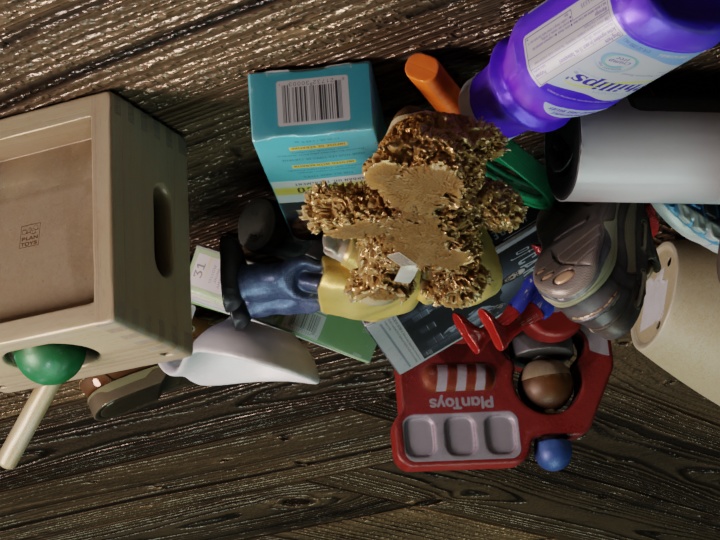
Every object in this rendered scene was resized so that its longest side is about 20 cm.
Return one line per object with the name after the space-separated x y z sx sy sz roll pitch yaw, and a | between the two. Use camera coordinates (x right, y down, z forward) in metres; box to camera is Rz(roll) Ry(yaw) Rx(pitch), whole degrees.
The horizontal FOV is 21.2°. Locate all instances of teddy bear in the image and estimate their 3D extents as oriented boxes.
0.038 -0.039 1.243 0.144 0.067 0.200 -8 146 14 | teddy bear

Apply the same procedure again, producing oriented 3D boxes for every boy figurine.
0.000 0.000 1.367 0.198 0.065 0.124 -7 158 6 | boy figurine

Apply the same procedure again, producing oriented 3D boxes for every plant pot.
0.332 0.048 1.595 0.199 0.189 0.187 14 158 -11 | plant pot

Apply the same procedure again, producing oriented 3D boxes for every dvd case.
0.098 0.005 1.496 0.199 0.025 0.150 -30 159 1 | dvd case

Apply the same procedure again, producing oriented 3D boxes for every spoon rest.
-0.105 0.063 1.476 0.099 0.061 0.200 18 178 -33 | spoon rest

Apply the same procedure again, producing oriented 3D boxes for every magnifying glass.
0.079 -0.092 1.297 0.079 0.022 0.200 25 172 32 | magnifying glass

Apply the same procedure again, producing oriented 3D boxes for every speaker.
0.226 -0.083 1.293 0.198 0.082 0.081 1 161 -12 | speaker

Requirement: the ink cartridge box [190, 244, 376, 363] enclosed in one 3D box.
-0.098 0.016 1.562 0.199 0.048 0.145 19 177 35 | ink cartridge box

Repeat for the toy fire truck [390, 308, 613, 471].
0.120 0.091 1.658 0.198 0.169 0.112 0 162 -12 | toy fire truck

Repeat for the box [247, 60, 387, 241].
-0.021 -0.077 1.313 0.082 0.050 0.200 -5 161 5 | box

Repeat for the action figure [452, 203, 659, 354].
0.158 -0.010 1.426 0.199 0.052 0.065 -32 -177 -25 | action figure

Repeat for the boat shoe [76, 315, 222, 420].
-0.156 0.064 1.689 0.199 0.068 0.072 -18 160 -29 | boat shoe

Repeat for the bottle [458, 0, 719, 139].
0.132 -0.131 1.153 0.083 0.066 0.200 3 161 -33 | bottle

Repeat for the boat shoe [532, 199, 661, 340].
0.167 -0.014 1.338 0.074 0.200 0.073 -29 109 28 | boat shoe

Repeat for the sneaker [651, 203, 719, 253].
0.267 -0.041 1.451 0.199 0.076 0.086 14 161 -42 | sneaker

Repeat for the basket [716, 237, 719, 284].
0.296 -0.059 1.184 0.179 0.137 0.201 -7 140 -15 | basket

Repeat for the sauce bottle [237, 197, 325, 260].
-0.011 -0.013 1.481 0.066 0.067 0.199 -20 158 40 | sauce bottle

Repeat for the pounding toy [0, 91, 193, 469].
-0.207 0.013 1.307 0.183 0.201 0.142 -12 161 23 | pounding toy
